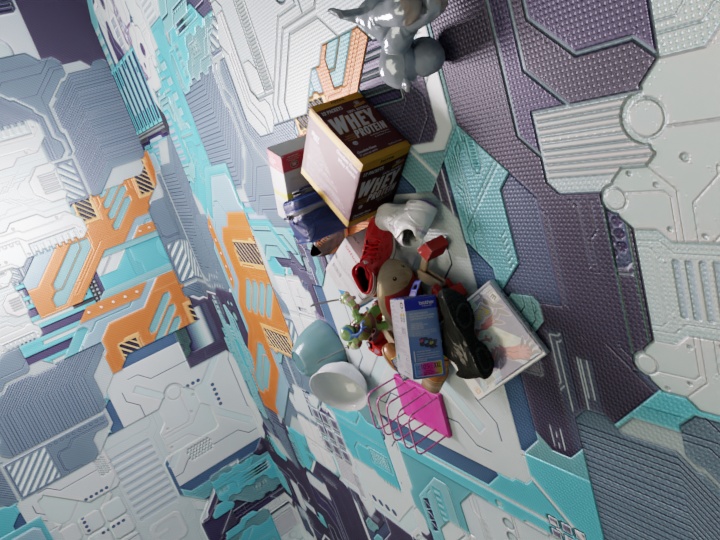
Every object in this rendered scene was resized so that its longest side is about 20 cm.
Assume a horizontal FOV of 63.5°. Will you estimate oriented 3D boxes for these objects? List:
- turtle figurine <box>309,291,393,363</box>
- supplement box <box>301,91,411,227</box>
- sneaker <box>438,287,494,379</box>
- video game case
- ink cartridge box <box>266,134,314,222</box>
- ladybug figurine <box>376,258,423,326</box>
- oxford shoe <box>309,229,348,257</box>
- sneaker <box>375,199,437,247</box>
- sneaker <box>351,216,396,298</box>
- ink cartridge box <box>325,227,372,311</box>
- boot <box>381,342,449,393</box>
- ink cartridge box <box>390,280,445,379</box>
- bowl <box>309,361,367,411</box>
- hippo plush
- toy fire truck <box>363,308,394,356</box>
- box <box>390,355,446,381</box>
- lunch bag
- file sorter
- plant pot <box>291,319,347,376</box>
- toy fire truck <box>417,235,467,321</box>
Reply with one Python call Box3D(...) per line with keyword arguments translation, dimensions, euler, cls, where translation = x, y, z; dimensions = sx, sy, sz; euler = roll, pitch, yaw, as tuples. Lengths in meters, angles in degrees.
Box3D(translation=(-0.011, 0.119, 1.445), dimensions=(0.200, 0.194, 0.144), euler=(-27, 83, 48), cls="turtle figurine")
Box3D(translation=(-0.017, -0.248, 1.304), dimensions=(0.197, 0.133, 0.200), euler=(50, 150, 23), cls="supplement box")
Box3D(translation=(0.196, 0.135, 1.202), dimensions=(0.091, 0.076, 0.200), euler=(-26, 82, 47), cls="sneaker")
Box3D(translation=(0.260, 0.147, 1.210), dimensions=(0.182, 0.023, 0.200), euler=(55, 127, 16), cls="video game case")
Box3D(translation=(-0.152, -0.239, 1.527), dimensions=(0.083, 0.145, 0.200), euler=(35, 141, 43), cls="ink cartridge box")
Box3D(translation=(0.101, 0.059, 1.378), dimensions=(0.072, 0.136, 0.200), euler=(9, 143, 32), cls="ladybug figurine")
Box3D(translation=(-0.090, -0.088, 1.629), dimensions=(0.071, 0.072, 0.200), euler=(56, 151, 14), cls="oxford shoe")
Box3D(translation=(0.085, -0.100, 1.285), dimensions=(0.200, 0.075, 0.100), euler=(-5, 65, 61), cls="sneaker")
Box3D(translation=(0.031, -0.036, 1.364), dimensions=(0.078, 0.115, 0.201), euler=(-3, 83, 19), cls="sneaker")
Box3D(translation=(0.000, 0.000, 1.538), dimensions=(0.147, 0.086, 0.200), euler=(57, 150, 11), cls="ink cartridge box")
Box3D(translation=(0.146, 0.203, 1.479), dimensions=(0.200, 0.074, 0.155), euler=(31, 134, 26), cls="boot")
Box3D(translation=(0.118, 0.123, 1.249), dimensions=(0.136, 0.076, 0.201), euler=(166, 96, -80), cls="ink cartridge box")
Box3D(translation=(-0.060, 0.364, 1.906), dimensions=(0.201, 0.090, 0.201), euler=(11, 134, 12), cls="bowl")
Box3D(translation=(0.075, -0.388, 0.990), dimensions=(0.159, 0.200, 0.161), euler=(-120, 10, -58), cls="hippo plush")
Box3D(translation=(0.071, 0.168, 1.601), dimensions=(0.141, 0.049, 0.200), euler=(32, 140, 42), cls="toy fire truck")
Box3D(translation=(0.167, 0.183, 1.355), dimensions=(0.200, 0.070, 0.064), euler=(-38, 80, 38), cls="box")
Box3D(translation=(-0.098, -0.154, 1.452), dimensions=(0.136, 0.200, 0.133), euler=(0, 112, 64), cls="lunch bag")
Box3D(translation=(0.129, 0.400, 1.618), dimensions=(0.200, 0.125, 0.139), euler=(14, 125, 55), cls="file sorter")
Box3D(translation=(-0.158, 0.286, 2.000), dimensions=(0.200, 0.135, 0.200), euler=(40, 144, 37), cls="plant pot")
Box3D(translation=(0.168, 0.029, 1.301), dimensions=(0.141, 0.049, 0.200), euler=(55, 153, 18), cls="toy fire truck")
